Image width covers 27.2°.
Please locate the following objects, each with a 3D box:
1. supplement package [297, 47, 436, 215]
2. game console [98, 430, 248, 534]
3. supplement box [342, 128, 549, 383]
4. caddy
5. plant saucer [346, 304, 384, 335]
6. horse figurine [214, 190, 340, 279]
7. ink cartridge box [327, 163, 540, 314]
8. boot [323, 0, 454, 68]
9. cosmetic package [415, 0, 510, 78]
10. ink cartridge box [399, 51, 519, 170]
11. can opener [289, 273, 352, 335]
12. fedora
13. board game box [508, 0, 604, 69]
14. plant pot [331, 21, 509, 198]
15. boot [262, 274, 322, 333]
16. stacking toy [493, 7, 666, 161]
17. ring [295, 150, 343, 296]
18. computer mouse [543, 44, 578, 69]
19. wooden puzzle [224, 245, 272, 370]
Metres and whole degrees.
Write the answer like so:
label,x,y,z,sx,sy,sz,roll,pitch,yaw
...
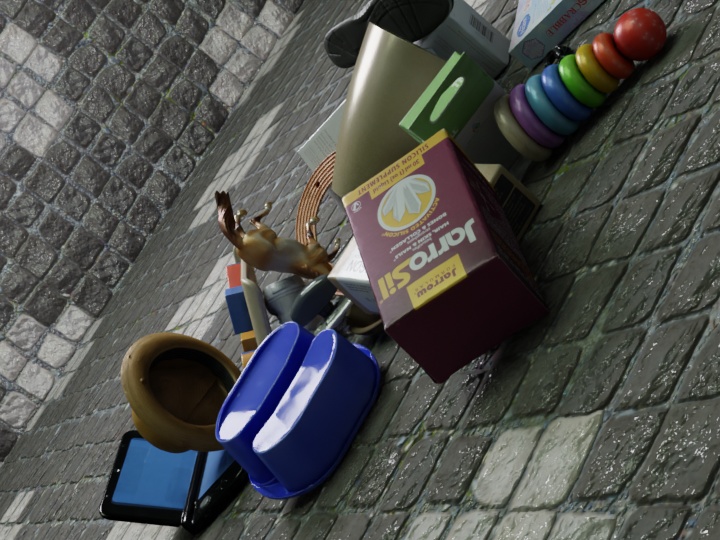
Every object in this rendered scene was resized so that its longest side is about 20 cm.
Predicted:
label,x,y,z,sx,sy,sz,roll,pitch,yaw
supplement package,0.038,-0.183,1.957,0.200,0.117,0.117,-45,-14,31
game console,-0.225,0.234,1.904,0.176,0.116,0.200,-48,17,22
supplement box,0.076,-0.016,1.414,0.131,0.103,0.200,-34,41,13
caddy,-0.063,0.153,1.628,0.141,0.105,0.200,9,61,47
plant saucer,0.055,-0.003,1.741,0.200,0.029,0.200,-48,18,21
horse figurine,-0.093,-0.032,1.822,0.133,0.199,0.050,-87,19,-57
ink cartridge box,0.075,-0.031,1.596,0.200,0.075,0.165,7,60,58
boot,0.064,-0.337,1.915,0.203,0.074,0.154,-20,12,42
cosmetic package,0.100,-0.264,2.036,0.200,0.113,0.081,-42,18,30
ink cartridge box,0.111,-0.170,1.645,0.059,0.200,0.104,41,95,36
can opener,0.000,0.000,1.736,0.200,0.066,0.053,-48,16,7
fedora,-0.227,0.169,1.873,0.082,0.200,0.201,-52,14,32
board game box,0.276,-0.376,1.884,0.199,0.041,0.200,-42,19,35
plant pot,0.051,-0.165,1.778,0.200,0.187,0.187,-64,13,10
boot,-0.079,0.067,1.895,0.073,0.096,0.200,-23,-7,3
stacking toy,0.236,-0.205,1.566,0.200,0.085,0.085,-40,20,29
ring,-0.005,-0.065,1.896,0.200,0.019,0.201,-10,74,39
computer mouse,0.242,-0.244,1.713,0.059,0.034,0.200,-54,15,3
wooden puzzle,-0.139,0.075,1.901,0.046,0.186,0.200,-14,18,-5
